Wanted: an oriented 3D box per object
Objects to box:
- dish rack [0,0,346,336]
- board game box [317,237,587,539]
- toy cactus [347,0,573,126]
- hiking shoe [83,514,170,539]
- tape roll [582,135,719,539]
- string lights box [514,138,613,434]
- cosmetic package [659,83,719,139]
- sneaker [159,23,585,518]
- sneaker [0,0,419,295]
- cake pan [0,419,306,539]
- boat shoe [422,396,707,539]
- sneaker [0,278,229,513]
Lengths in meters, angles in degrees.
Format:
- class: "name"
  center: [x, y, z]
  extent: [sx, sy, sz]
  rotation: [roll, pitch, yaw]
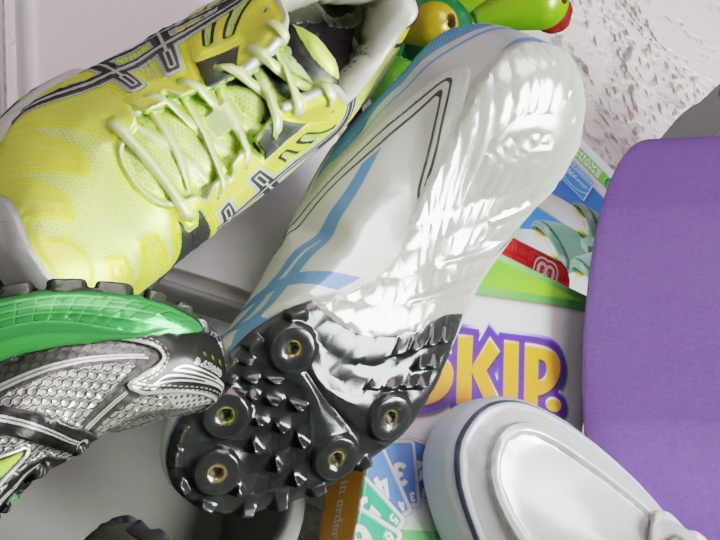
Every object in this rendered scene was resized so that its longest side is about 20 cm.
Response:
- class: "dish rack"
  center: [-0.067, -0.069, 0.972]
  extent: [0.172, 0.044, 0.200]
  rotation: [19, 53, -37]
- class: "board game box"
  center: [0.033, 0.072, 0.968]
  extent: [0.095, 0.030, 0.200]
  rotation: [25, 61, -33]
- class: "toy cactus"
  center: [0.010, -0.106, 1.190]
  extent: [0.165, 0.102, 0.200]
  rotation: [26, 34, 5]
- class: "hiking shoe"
  center: [-0.070, 0.129, 0.738]
  extent: [0.101, 0.200, 0.076]
  rotation: [-24, 104, -16]
- class: "tape roll"
  center: [0.144, 0.048, 1.063]
  extent: [0.200, 0.066, 0.200]
  rotation: [-2, 90, -69]
- class: "string lights box"
  center: [0.072, 0.029, 1.111]
  extent: [0.103, 0.059, 0.200]
  rotation: [44, 32, -5]
- class: "cosmetic package"
  center: [0.213, 0.009, 1.255]
  extent: [0.200, 0.107, 0.090]
  rotation: [35, 33, -12]
- class: "sneaker"
  center: [0.000, 0.000, 0.924]
  extent: [0.200, 0.072, 0.072]
  rotation: [-51, 120, -17]
- class: "sneaker"
  center: [-0.053, -0.051, 0.883]
  extent: [0.075, 0.076, 0.200]
  rotation: [51, 42, -9]
- class: "cake pan"
  center: [-0.108, 0.039, 0.914]
  extent: [0.200, 0.037, 0.200]
  rotation: [30, 34, -23]
- class: "boat shoe"
  center: [0.106, 0.116, 0.943]
  extent: [0.200, 0.065, 0.074]
  rotation: [44, 62, -13]
- class: "sneaker"
  center: [-0.126, 0.065, 0.784]
  extent: [0.200, 0.078, 0.085]
  rotation: [-24, 77, -19]
